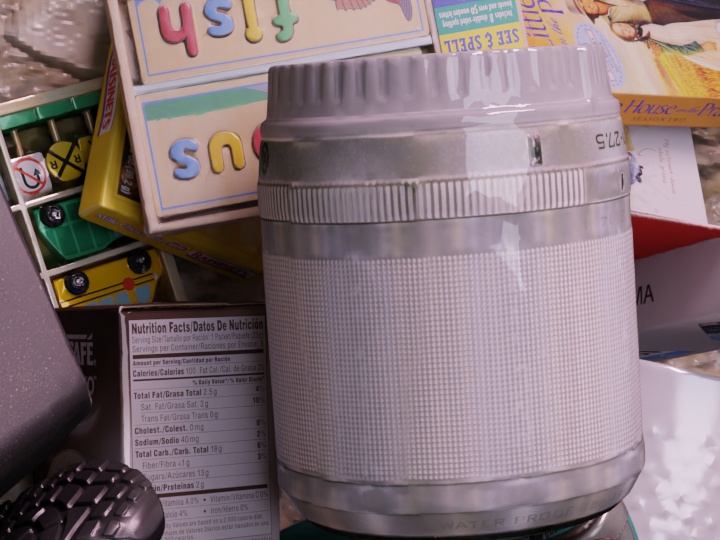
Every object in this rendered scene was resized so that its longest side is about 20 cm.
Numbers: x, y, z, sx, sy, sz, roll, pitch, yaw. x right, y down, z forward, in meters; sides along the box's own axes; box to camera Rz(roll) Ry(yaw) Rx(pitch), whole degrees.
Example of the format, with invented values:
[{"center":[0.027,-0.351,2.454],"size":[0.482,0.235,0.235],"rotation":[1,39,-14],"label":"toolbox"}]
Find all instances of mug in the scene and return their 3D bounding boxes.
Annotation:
[{"center":[0.161,0.147,0.970],"size":[0.198,0.148,0.177],"rotation":[14,84,-14],"label":"mug"}]

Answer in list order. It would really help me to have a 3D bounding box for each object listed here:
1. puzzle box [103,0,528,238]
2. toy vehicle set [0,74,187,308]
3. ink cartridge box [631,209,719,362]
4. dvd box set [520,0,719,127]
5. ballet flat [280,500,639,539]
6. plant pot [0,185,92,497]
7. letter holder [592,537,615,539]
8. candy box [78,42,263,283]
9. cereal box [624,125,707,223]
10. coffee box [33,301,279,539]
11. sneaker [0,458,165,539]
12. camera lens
[{"center":[-0.017,-0.097,0.887],"size":[0.198,0.025,0.135],"rotation":[-11,90,-10],"label":"puzzle box"},{"center":[-0.188,-0.008,0.881],"size":[0.198,0.026,0.126],"rotation":[-20,90,-30],"label":"toy vehicle set"},{"center":[0.134,0.013,0.956],"size":[0.174,0.200,0.045],"rotation":[4,79,-27],"label":"ink cartridge box"},{"center":[0.136,-0.147,1.047],"size":[0.198,0.029,0.147],"rotation":[0,56,-32],"label":"dvd box set"},{"center":[0.041,0.147,0.901],"size":[0.064,0.198,0.068],"rotation":[56,32,-32],"label":"ballet flat"},{"center":[-0.217,0.037,0.732],"size":[0.176,0.200,0.201],"rotation":[-23,84,-22],"label":"plant pot"},{"center":[0.099,0.214,0.857],"size":[0.141,0.201,0.101],"rotation":[-11,55,-28],"label":"letter holder"},{"center":[-0.078,-0.104,0.942],"size":[0.102,0.026,0.202],"rotation":[24,63,-36],"label":"candy box"},{"center":[0.098,-0.070,1.032],"size":[0.198,0.039,0.146],"rotation":[4,68,-28],"label":"cereal box"},{"center":[-0.093,0.116,0.844],"size":[0.079,0.114,0.203],"rotation":[-1,88,-31],"label":"coffee box"},{"center":[-0.141,0.149,0.793],"size":[0.088,0.199,0.076],"rotation":[55,35,-13],"label":"sneaker"},{"center":[0.038,0.009,0.795],"size":[0.158,0.159,0.203],"rotation":[-7,97,-29],"label":"camera lens"}]
